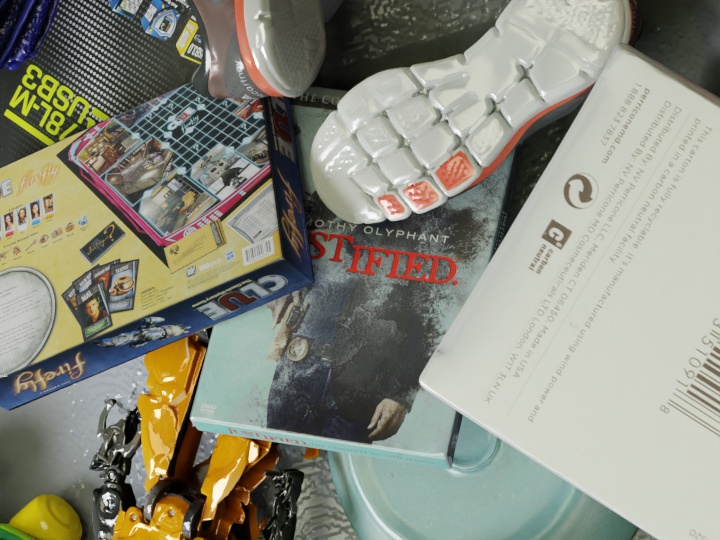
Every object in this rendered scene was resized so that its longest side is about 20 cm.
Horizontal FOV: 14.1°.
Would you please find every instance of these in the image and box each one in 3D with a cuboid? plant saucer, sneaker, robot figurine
[{"bbox_3d":[0.063,0.087,1.572,0.199,0.036,0.201,0,90,26],"label":"plant saucer"},{"bbox_3d":[0.068,-0.085,1.525,0.200,0.082,0.077,-30,78,22],"label":"sneaker"},{"bbox_3d":[-0.072,-0.185,1.553,0.082,0.077,0.201,-12,72,33],"label":"sneaker"},{"bbox_3d":[-0.076,0.088,1.622,0.145,0.058,0.201,22,99,33],"label":"robot figurine"}]

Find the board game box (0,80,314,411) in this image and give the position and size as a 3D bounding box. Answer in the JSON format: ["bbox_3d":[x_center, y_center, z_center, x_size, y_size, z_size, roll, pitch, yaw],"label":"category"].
[{"bbox_3d":[-0.124,-0.021,1.585,0.199,0.035,0.136,-22,56,22],"label":"board game box"}]

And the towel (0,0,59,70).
[{"bbox_3d":[-0.229,-0.186,1.667,0.200,0.049,0.148,15,80,49],"label":"towel"}]

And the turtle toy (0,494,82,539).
[{"bbox_3d":[-0.225,0.195,1.675,0.146,0.101,0.200,-42,73,20],"label":"turtle toy"}]

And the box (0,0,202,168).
[{"bbox_3d":[-0.157,-0.088,1.673,0.200,0.047,0.194,35,100,22],"label":"box"}]

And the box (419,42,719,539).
[{"bbox_3d":[0.171,0.027,1.446,0.200,0.131,0.199,32,94,19],"label":"box"}]

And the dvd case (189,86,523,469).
[{"bbox_3d":[0.000,0.000,1.557,0.145,0.022,0.201,8,69,16],"label":"dvd case"}]

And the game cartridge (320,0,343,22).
[{"bbox_3d":[-0.037,-0.244,1.602,0.133,0.042,0.201,16,90,18],"label":"game cartridge"}]
